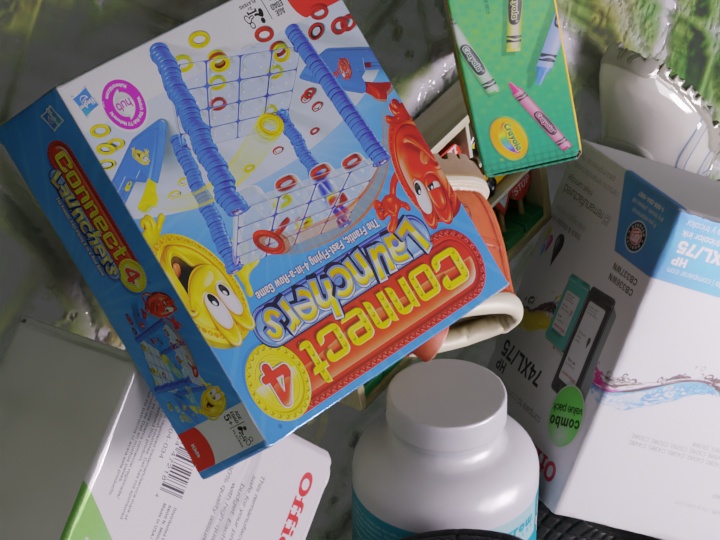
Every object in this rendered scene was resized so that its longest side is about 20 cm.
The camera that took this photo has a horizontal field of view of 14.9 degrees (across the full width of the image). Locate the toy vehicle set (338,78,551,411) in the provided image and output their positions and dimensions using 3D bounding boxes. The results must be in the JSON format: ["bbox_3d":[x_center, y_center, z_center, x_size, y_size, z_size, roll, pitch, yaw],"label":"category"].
[{"bbox_3d":[0.041,-0.026,1.608,0.200,0.027,0.124,-45,139,-34],"label":"toy vehicle set"}]

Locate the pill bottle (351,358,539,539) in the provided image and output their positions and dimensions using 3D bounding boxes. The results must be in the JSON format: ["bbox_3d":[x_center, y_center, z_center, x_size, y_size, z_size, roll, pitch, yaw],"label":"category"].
[{"bbox_3d":[0.050,0.153,1.629,0.111,0.111,0.200,-36,138,-41],"label":"pill bottle"}]

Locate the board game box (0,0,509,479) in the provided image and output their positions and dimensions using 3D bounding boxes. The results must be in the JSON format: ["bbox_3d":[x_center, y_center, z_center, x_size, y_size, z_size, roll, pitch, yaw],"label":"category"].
[{"bbox_3d":[-0.048,-0.030,1.351,0.200,0.056,0.196,-33,93,-44],"label":"board game box"}]

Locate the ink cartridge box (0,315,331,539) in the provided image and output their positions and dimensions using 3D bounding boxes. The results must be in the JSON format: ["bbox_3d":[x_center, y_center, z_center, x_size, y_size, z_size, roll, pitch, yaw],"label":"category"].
[{"bbox_3d":[-0.116,0.126,1.403,0.200,0.084,0.146,33,76,-56],"label":"ink cartridge box"}]

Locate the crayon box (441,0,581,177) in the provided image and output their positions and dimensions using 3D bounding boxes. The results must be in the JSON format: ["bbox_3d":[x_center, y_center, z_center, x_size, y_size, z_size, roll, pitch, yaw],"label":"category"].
[{"bbox_3d":[0.070,-0.166,1.493,0.119,0.058,0.200,-100,177,-49],"label":"crayon box"}]

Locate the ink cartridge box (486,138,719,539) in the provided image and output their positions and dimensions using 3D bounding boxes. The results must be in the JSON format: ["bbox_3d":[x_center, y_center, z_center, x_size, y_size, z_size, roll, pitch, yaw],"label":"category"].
[{"bbox_3d":[0.185,0.048,1.683,0.146,0.147,0.200,15,103,-26],"label":"ink cartridge box"}]

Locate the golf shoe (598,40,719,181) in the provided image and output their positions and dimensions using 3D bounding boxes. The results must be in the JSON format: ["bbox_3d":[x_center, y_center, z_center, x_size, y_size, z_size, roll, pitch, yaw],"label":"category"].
[{"bbox_3d":[0.182,-0.057,1.759,0.097,0.078,0.200,-49,141,-20],"label":"golf shoe"}]

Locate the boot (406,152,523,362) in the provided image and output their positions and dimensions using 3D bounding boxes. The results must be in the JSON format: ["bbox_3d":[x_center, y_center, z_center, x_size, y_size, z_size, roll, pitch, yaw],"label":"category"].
[{"bbox_3d":[0.000,0.000,1.458,0.200,0.107,0.075,-7,157,-35],"label":"boot"}]

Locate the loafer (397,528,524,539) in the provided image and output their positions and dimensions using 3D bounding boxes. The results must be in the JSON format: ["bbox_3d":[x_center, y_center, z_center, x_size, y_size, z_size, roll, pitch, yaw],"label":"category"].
[{"bbox_3d":[0.017,0.200,1.566,0.063,0.200,0.072,49,27,-53],"label":"loafer"}]

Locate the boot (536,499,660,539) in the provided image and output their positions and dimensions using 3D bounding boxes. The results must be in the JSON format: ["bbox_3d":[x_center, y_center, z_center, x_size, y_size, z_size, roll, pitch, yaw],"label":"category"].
[{"bbox_3d":[0.146,0.158,1.761,0.131,0.200,0.068,-59,174,-69],"label":"boot"}]
